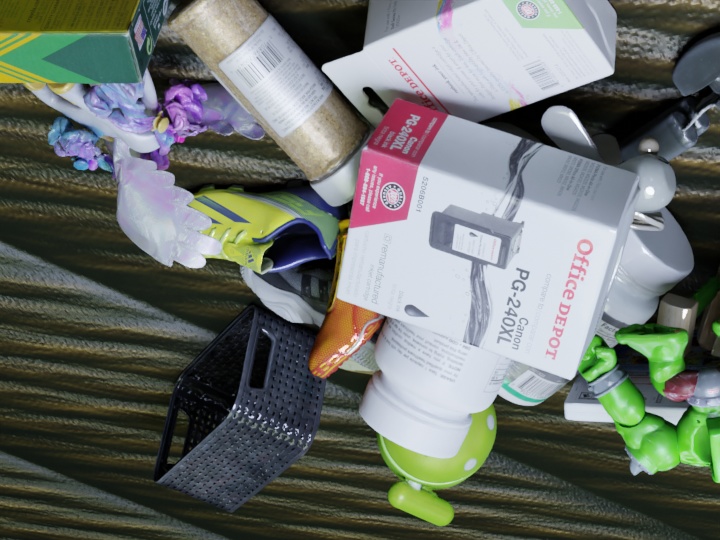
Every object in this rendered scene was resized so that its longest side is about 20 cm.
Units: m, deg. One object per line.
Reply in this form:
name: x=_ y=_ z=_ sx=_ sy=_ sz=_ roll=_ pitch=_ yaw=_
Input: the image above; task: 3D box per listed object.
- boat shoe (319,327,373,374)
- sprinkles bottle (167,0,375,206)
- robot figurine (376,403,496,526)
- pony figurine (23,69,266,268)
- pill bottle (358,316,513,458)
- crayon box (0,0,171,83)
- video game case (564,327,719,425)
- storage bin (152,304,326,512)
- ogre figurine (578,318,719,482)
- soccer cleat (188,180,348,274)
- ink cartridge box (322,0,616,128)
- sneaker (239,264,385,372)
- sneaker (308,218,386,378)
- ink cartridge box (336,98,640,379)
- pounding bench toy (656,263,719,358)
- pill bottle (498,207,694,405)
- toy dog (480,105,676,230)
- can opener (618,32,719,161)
boat shoe: x=0.042 y=0.063 z=1.538 sx=0.200 sy=0.072 sz=0.066 roll=3 pitch=141 yaw=34
sprinkles bottle: x=-0.062 y=-0.143 z=1.262 sx=0.068 sy=0.068 sz=0.200 roll=-27 pitch=113 yaw=39
robot figurine: x=0.074 y=0.158 z=1.605 sx=0.115 sy=0.177 sz=0.200 roll=22 pitch=169 yaw=3
pony figurine: x=-0.179 y=-0.119 z=1.311 sx=0.192 sy=0.167 sz=0.200 roll=25 pitch=164 yaw=30
pill bottle: x=0.080 y=0.048 z=1.357 sx=0.113 sy=0.113 sz=0.201 roll=21 pitch=103 yaw=-16
crayon box: x=-0.249 y=-0.200 z=1.220 sx=0.198 sy=0.128 sz=0.051 roll=2 pitch=137 yaw=11
video game case: x=0.272 y=0.092 z=1.449 sx=0.142 sy=0.200 sz=0.018 roll=1 pitch=108 yaw=19
storage bin: x=-0.121 y=0.144 z=1.641 sx=0.093 sy=0.136 sz=0.200 roll=25 pitch=141 yaw=-20
ogre figurine: x=0.272 y=0.098 z=1.265 sx=0.198 sy=0.098 sz=0.121 roll=-10 pitch=99 yaw=-7
soccer cleat: x=-0.106 y=-0.032 z=1.449 sx=0.198 sy=0.084 sz=0.065 roll=-7 pitch=140 yaw=20
ink cartridge box: x=0.082 y=-0.177 z=1.230 sx=0.199 sy=0.068 sz=0.117 roll=-17 pitch=137 yaw=30
sneaker: x=-0.012 y=0.007 z=1.491 sx=0.199 sy=0.075 sz=0.114 roll=32 pitch=104 yaw=18
sneaker: x=0.000 y=0.000 z=1.398 sx=0.077 sy=0.201 sz=0.073 roll=30 pitch=167 yaw=-10
ink cartridge box: x=0.095 y=-0.023 z=1.216 sx=0.199 sy=0.084 sz=0.146 roll=19 pitch=127 yaw=11
pounding bench toy: x=0.337 y=0.035 z=1.373 sx=0.198 sy=0.156 sz=0.125 roll=13 pitch=111 yaw=-4
pill bottle: x=0.189 y=0.021 z=1.413 sx=0.113 sy=0.114 sz=0.200 roll=30 pitch=125 yaw=-26
toy dog: x=0.153 y=-0.096 z=1.273 sx=0.198 sy=0.097 sz=0.132 roll=6 pitch=174 yaw=13
can opener: x=0.249 y=-0.124 z=1.290 sx=0.067 sy=0.053 sz=0.200 roll=50 pitch=134 yaw=1
